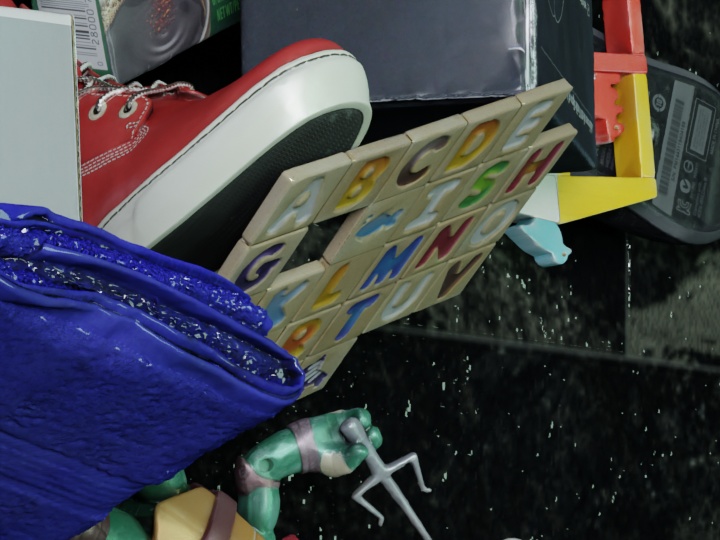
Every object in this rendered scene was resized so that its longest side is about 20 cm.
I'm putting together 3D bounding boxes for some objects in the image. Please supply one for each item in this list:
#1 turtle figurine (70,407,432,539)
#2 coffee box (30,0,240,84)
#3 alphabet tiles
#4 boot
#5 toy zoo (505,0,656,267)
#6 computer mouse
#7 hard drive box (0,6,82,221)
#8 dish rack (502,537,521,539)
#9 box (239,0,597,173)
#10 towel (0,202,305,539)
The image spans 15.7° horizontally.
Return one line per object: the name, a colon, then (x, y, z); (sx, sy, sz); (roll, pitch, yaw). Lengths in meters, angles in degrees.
turtle figurine: (-0.060, 0.111, 1.044); (0.200, 0.101, 0.150); (38, 43, -23)
coffee box: (-0.091, -0.187, 1.048); (0.123, 0.044, 0.201); (-33, 124, -46)
alphabet tiles: (0.000, 0.000, 0.986); (0.008, 0.167, 0.200); (48, 39, 18)
boot: (-0.089, -0.062, 0.936); (0.072, 0.200, 0.145); (-5, 66, -48)
toy zoo: (0.082, -0.102, 1.240); (0.131, 0.020, 0.201); (-1, 85, -37)
computer mouse: (0.114, -0.078, 1.307); (0.200, 0.053, 0.139); (29, 67, -30)
hard drive box: (-0.214, -0.043, 0.838); (0.200, 0.156, 0.077); (3, 83, -50)
dish rack: (0.045, 0.224, 1.042); (0.200, 0.043, 0.172); (-45, 132, -42)
box: (0.028, -0.148, 1.095); (0.200, 0.123, 0.197); (29, 58, -76)
towel: (-0.137, 0.047, 0.888); (0.147, 0.200, 0.050); (27, 44, -40)
